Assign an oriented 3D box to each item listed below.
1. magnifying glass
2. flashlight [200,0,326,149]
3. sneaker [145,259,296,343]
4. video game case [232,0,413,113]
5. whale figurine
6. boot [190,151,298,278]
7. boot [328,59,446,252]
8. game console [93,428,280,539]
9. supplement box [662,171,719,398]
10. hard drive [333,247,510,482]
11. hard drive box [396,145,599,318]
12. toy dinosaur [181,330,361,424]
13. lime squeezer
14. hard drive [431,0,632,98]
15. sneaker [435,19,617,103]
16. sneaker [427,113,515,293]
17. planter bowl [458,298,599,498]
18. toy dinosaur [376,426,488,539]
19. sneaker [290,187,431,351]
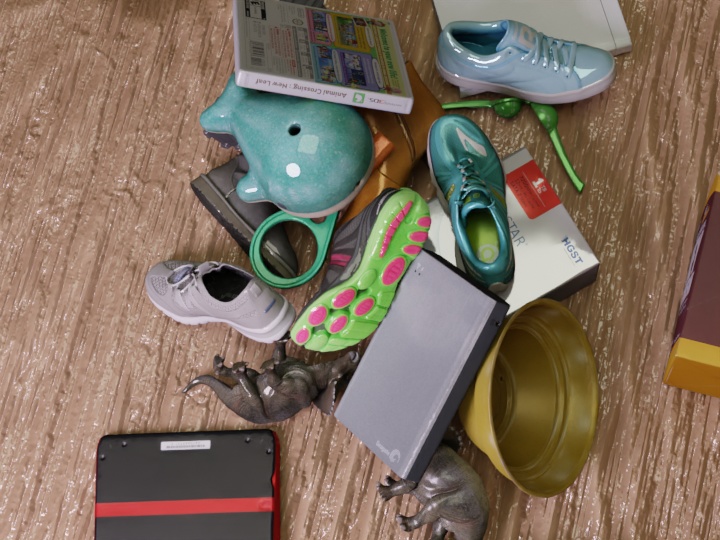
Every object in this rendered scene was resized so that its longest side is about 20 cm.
[{"bbox_3d":[-0.038,-0.064,1.650,0.080,0.022,0.200,41,91,10],"label":"magnifying glass"},{"bbox_3d":[-0.107,-0.225,1.742,0.068,0.068,0.200,29,70,12],"label":"flashlight"},{"bbox_3d":[-0.157,0.013,1.657,0.200,0.082,0.075,11,56,37],"label":"sneaker"},{"bbox_3d":[-0.043,-0.231,1.647,0.182,0.022,0.200,8,31,-11],"label":"video game case"},{"bbox_3d":[-0.082,-0.143,1.614,0.200,0.104,0.159,35,83,22],"label":"whale figurine"},{"bbox_3d":[-0.066,-0.104,1.724,0.200,0.073,0.182,-38,76,-13],"label":"boot"},{"bbox_3d":[0.007,-0.126,1.691,0.201,0.071,0.144,-37,100,-16],"label":"boot"},{"bbox_3d":[-0.184,0.258,1.647,0.200,0.031,0.177,-2,69,4],"label":"game console"},{"bbox_3d":[0.432,0.032,1.595,0.197,0.133,0.200,14,76,10],"label":"supplement box"},{"bbox_3d":[0.059,0.093,1.565,0.140,0.033,0.200,37,104,51],"label":"hard drive"},{"bbox_3d":[0.129,-0.012,1.667,0.200,0.077,0.156,-31,74,-4],"label":"hard drive box"},{"bbox_3d":[-0.097,0.127,1.644,0.200,0.102,0.077,-20,29,14],"label":"toy dinosaur"},{"bbox_3d":[0.173,-0.164,1.735,0.200,0.038,0.071,28,109,12],"label":"lime squeezer"},{"bbox_3d":[0.191,-0.283,1.766,0.200,0.027,0.132,-15,73,1],"label":"hard drive"},{"bbox_3d":[0.179,-0.233,1.692,0.200,0.082,0.074,3,65,6],"label":"sneaker"},{"bbox_3d":[0.120,-0.075,1.604,0.077,0.080,0.200,-16,73,1],"label":"sneaker"},{"bbox_3d":[0.157,0.130,1.594,0.083,0.200,0.201,-3,70,39],"label":"planter bowl"},{"bbox_3d":[0.084,0.227,1.594,0.102,0.077,0.200,-33,69,10],"label":"toy dinosaur"},{"bbox_3d":[0.000,0.000,1.609,0.077,0.084,0.200,35,98,-26],"label":"sneaker"}]
